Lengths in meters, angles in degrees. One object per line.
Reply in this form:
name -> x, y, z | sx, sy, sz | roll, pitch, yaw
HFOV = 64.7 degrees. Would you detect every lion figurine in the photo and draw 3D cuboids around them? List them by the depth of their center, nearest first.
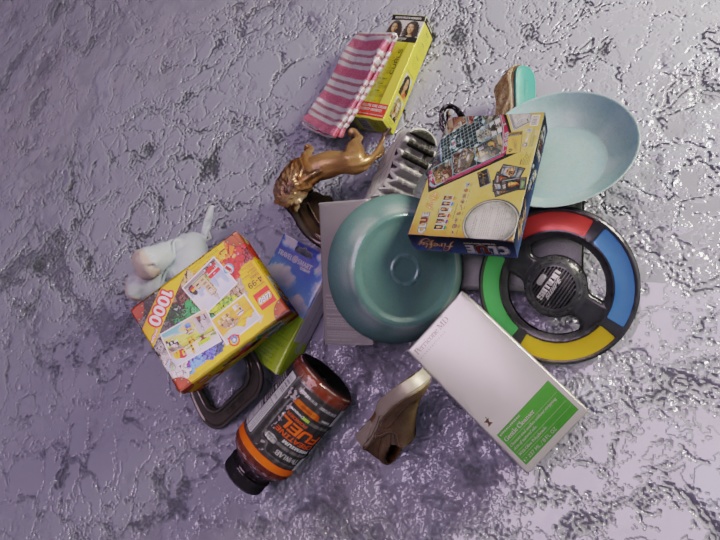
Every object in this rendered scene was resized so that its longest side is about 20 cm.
lion figurine -> -0.045, -0.166, 0.893 | 0.197, 0.073, 0.123 | -21, 27, 22

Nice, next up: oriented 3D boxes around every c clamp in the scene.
c clamp -> -0.243, 0.167, 0.938 | 0.199, 0.027, 0.173 | -36, 72, 28

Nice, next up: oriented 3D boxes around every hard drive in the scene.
hard drive -> 0.205, -0.042, 0.787 | 0.197, 0.033, 0.142 | 1, 92, 26

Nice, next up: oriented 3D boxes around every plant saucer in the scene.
plant saucer -> 0.258, -0.151, 0.746 | 0.198, 0.039, 0.204 | -14, 52, 18
plant saucer -> 0.055, -0.001, 0.756 | 0.202, 0.198, 0.036 | -63, 16, -5

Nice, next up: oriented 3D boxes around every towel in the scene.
towel -> -0.022, -0.327, 0.986 | 0.202, 0.030, 0.146 | -59, 34, 4

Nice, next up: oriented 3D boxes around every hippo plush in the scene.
hippo plush -> -0.291, 0.027, 1.000 | 0.160, 0.160, 0.199 | 40, 50, 14

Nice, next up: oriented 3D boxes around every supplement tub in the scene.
supplement tub -> -0.110, 0.230, 0.834 | 0.107, 0.107, 0.201 | 42, 94, 31

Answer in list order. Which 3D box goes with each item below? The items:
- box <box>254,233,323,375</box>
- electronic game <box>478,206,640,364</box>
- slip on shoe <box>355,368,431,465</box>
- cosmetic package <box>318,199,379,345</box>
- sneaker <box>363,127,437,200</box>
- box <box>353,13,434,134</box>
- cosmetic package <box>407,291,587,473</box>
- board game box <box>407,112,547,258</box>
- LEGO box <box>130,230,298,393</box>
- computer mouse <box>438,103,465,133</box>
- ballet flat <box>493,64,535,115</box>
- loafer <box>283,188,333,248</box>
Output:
box -> -0.122, 0.056, 0.933 | 0.121, 0.048, 0.202 | 25, 86, 31
electronic game -> 0.249, 0.020, 0.725 | 0.197, 0.041, 0.204 | 4, 99, 27
slip on shoe -> 0.050, 0.195, 0.736 | 0.061, 0.075, 0.201 | 50, 140, 19
cosmetic package -> 0.000, 0.000, 0.824 | 0.089, 0.106, 0.204 | -4, 90, 25
sneaker -> 0.048, -0.134, 0.909 | 0.202, 0.074, 0.081 | -59, 27, 8
box -> 0.056, -0.339, 0.979 | 0.074, 0.050, 0.203 | 19, 82, 30
cosmetic package -> 0.167, 0.134, 0.712 | 0.200, 0.085, 0.108 | 43, 96, 14
board game box -> 0.152, -0.114, 0.723 | 0.133, 0.035, 0.202 | 6, 60, 29
LEGO box -> -0.219, 0.064, 0.865 | 0.199, 0.077, 0.150 | -37, 80, -1
computer mouse -> 0.146, -0.157, 0.868 | 0.058, 0.034, 0.204 | -6, 79, 26
ballet flat -> 0.226, -0.199, 0.841 | 0.065, 0.069, 0.204 | 162, 116, -64
loafer -> -0.074, -0.097, 0.948 | 0.071, 0.073, 0.200 | -45, 59, 7
